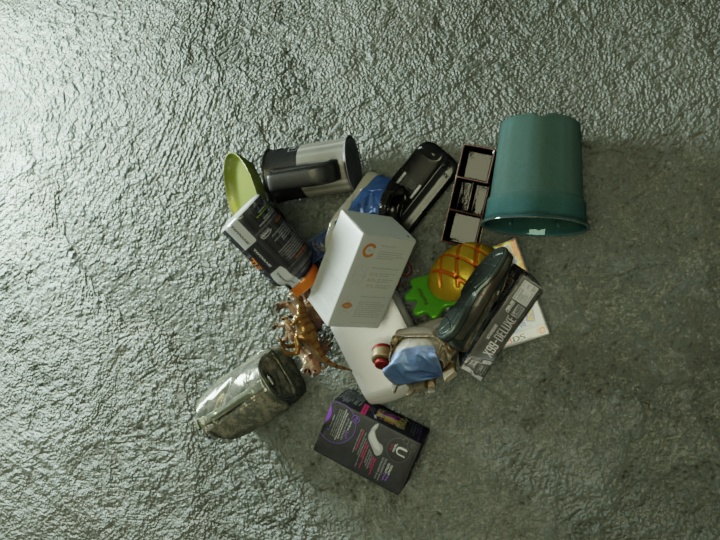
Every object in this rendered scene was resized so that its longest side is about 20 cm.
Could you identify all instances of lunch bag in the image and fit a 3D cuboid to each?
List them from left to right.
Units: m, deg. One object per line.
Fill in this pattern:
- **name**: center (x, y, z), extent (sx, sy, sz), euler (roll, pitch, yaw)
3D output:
- **lunch bag**: center (-0.238, 0.266, 1.498), extent (0.199, 0.168, 0.140), euler (-33, 82, 15)

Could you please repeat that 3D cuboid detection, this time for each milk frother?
- **milk frother**: center (-0.096, -0.157, 1.469), extent (0.186, 0.181, 0.201), euler (-6, 123, 17)

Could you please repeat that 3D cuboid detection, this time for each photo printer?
- **photo printer**: center (0.049, 0.166, 1.461), extent (0.165, 0.069, 0.201), euler (-28, 83, 15)

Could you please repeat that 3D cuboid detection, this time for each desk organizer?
- **desk organizer**: center (0.217, -0.145, 1.401), extent (0.071, 0.077, 0.202), euler (14, 95, 16)

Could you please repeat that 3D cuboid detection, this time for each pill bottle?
- **pill bottle**: center (-0.168, -0.043, 1.387), extent (0.106, 0.106, 0.200), euler (-40, 103, 13)

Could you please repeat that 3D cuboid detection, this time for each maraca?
- **maraca**: center (0.180, 0.019, 1.344), extent (0.199, 0.107, 0.138), euler (-30, 40, 1)

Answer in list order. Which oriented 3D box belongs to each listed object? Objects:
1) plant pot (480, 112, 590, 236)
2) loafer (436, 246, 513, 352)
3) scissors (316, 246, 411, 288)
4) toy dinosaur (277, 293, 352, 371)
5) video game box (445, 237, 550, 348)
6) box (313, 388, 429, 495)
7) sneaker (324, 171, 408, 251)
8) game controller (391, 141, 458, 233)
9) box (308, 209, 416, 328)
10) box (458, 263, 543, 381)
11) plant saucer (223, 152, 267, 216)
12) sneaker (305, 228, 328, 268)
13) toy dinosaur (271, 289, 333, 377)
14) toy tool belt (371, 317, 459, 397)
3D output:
- **plant pot**: center (0.330, -0.177, 1.317), extent (0.198, 0.200, 0.198), euler (4, 85, 16)
- **loafer**: center (0.213, 0.052, 1.255), extent (0.063, 0.072, 0.201), euler (39, 82, -18)
- **scissors**: center (0.012, -0.028, 1.458), extent (0.199, 0.014, 0.074), euler (30, 100, -9)
- **toy dinosaur**: center (-0.108, 0.139, 1.430), extent (0.106, 0.060, 0.201), euler (-27, 84, -4)
- **video game box**: center (0.259, 0.060, 1.411), extent (0.181, 0.047, 0.202), euler (-21, 86, 14)
- **box**: center (0.024, 0.348, 1.454), extent (0.199, 0.106, 0.123), euler (25, 100, 14)
- **sneaker**: center (0.018, -0.099, 1.411), extent (0.111, 0.077, 0.201), euler (25, 72, 30)
- **game controller**: center (0.110, -0.166, 1.458), extent (0.104, 0.042, 0.200), euler (44, 102, 26)
- **box**: center (0.000, 0.000, 1.351), extent (0.098, 0.123, 0.201), euler (48, 124, 46)
- **box**: center (0.254, 0.091, 1.305), extent (0.050, 0.158, 0.201), euler (32, 101, 1)
- **plant saucer**: center (-0.239, -0.154, 1.503), extent (0.031, 0.200, 0.202), euler (-19, 84, -26)
- **sneaker**: center (-0.063, -0.050, 1.496), extent (0.198, 0.078, 0.071), euler (-23, 82, -6)
- **toy dinosaur**: center (-0.109, 0.114, 1.501), extent (0.134, 0.086, 0.202), euler (11, 91, 16)
- **toy tool belt**: center (0.096, 0.174, 1.315), extent (0.199, 0.125, 0.124), euler (-23, 40, 32)
